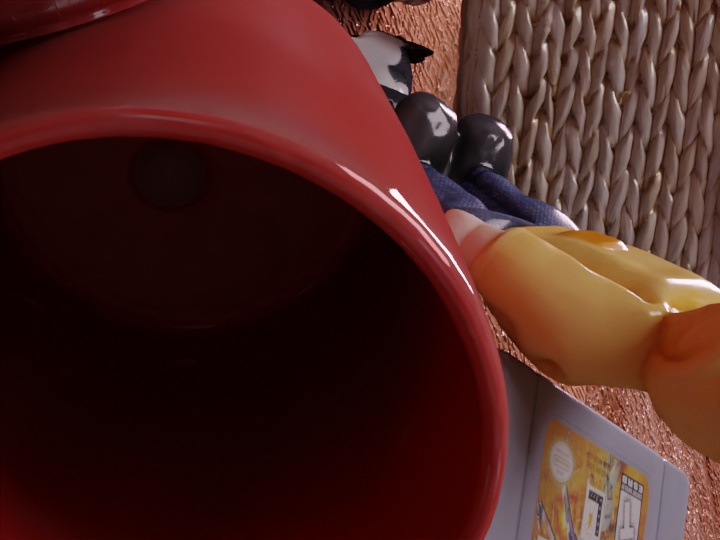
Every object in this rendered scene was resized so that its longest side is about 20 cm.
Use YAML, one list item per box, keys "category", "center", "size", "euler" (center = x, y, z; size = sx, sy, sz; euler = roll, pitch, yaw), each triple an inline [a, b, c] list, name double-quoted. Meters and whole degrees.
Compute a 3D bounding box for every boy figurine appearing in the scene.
- category: "boy figurine"
  center: [0.078, 0.004, 0.682]
  size: [0.124, 0.200, 0.065]
  euler: [16, 102, -42]

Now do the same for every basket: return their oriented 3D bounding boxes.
- category: "basket"
  center: [0.130, -0.095, 1.075]
  size: [0.198, 0.159, 0.202]
  euler: [-82, 177, -74]

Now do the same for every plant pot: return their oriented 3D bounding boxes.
- category: "plant pot"
  center: [-0.059, 0.004, 0.616]
  size: [0.178, 0.199, 0.201]
  euler: [-93, 158, -59]

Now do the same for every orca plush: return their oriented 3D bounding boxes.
- category: "orca plush"
  center: [-0.028, -0.075, 0.957]
  size: [0.105, 0.071, 0.200]
  euler: [24, 17, -2]

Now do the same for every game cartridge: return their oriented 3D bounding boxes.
- category: "game cartridge"
  center: [0.064, 0.114, 0.711]
  size: [0.200, 0.041, 0.134]
  euler: [33, 58, -55]

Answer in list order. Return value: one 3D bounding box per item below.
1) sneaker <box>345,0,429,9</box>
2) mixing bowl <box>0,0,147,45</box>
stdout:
- category: "sneaker"
  center: [0.029, -0.185, 1.144]
  size: [0.200, 0.077, 0.086]
  euler: [-73, 145, -57]
- category: "mixing bowl"
  center: [-0.101, -0.129, 0.586]
  size: [0.200, 0.199, 0.109]
  euler: [-60, 137, -64]
